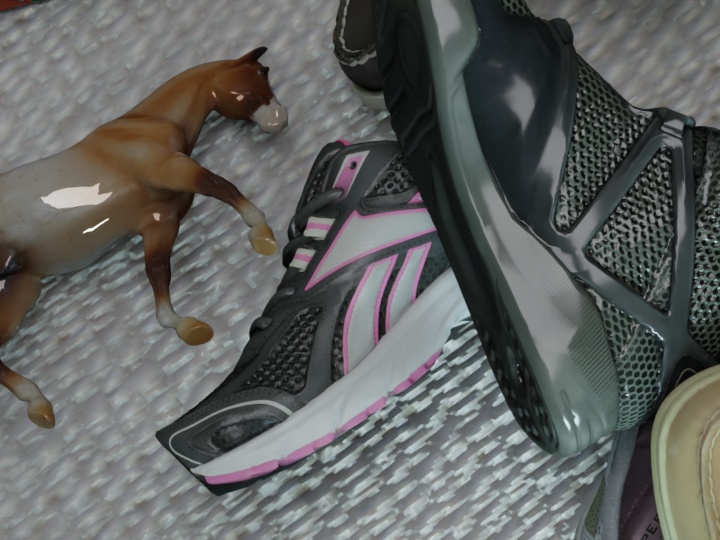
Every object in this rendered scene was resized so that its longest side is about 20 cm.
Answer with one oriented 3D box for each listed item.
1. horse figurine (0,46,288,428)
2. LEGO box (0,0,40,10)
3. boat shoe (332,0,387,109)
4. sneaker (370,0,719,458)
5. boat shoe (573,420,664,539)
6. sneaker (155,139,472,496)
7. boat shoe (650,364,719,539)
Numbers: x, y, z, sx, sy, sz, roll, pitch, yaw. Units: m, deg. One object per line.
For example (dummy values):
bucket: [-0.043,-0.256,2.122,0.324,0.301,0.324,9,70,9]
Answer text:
horse figurine: [-0.109,-0.006,0.980,0.200,0.050,0.133,-30,42,4]
LEGO box: [-0.105,-0.218,1.045,0.149,0.077,0.200,-13,73,-1]
boat shoe: [0.033,-0.157,1.015,0.072,0.061,0.201,3,62,46]
sneaker: [0.076,-0.048,0.917,0.114,0.076,0.200,-22,84,-15]
boat shoe: [0.136,0.031,0.961,0.074,0.065,0.202,28,75,11]
sneaker: [0.000,0.000,0.968,0.200,0.080,0.086,-38,88,-21]
boat shoe: [0.159,0.123,0.892,0.073,0.063,0.200,-29,101,-6]
